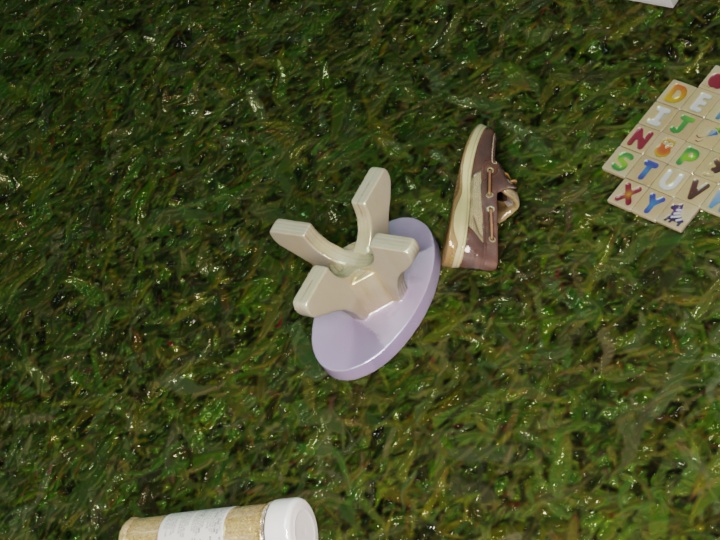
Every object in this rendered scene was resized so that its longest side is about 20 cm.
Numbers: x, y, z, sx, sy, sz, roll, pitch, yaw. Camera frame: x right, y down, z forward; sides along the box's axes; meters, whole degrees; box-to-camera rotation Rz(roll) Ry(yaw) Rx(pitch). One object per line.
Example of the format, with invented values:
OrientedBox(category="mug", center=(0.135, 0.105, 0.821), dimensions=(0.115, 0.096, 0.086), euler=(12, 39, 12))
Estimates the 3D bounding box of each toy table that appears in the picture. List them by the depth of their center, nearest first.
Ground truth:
OrientedBox(category="toy table", center=(0.000, 0.000, 1.761), dimensions=(0.182, 0.117, 0.201), euler=(-2, 52, 29))

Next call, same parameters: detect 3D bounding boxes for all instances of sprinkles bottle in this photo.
OrientedBox(category="sprinkles bottle", center=(-0.143, 0.269, 1.656), dimensions=(0.198, 0.068, 0.069), euler=(-10, 50, 24))

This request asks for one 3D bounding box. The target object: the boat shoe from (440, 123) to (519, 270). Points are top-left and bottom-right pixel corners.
OrientedBox(category="boat shoe", center=(0.135, -0.076, 1.789), dimensions=(0.071, 0.073, 0.201), euler=(12, 44, 2))

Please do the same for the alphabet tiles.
OrientedBox(category="alphabet tiles", center=(0.352, -0.129, 1.736), dimensions=(0.166, 0.006, 0.200), euler=(27, 71, 43))

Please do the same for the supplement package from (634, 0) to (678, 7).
OrientedBox(category="supplement package", center=(0.318, -0.444, 1.885), dimensions=(0.146, 0.192, 0.201), euler=(20, 65, 39))
